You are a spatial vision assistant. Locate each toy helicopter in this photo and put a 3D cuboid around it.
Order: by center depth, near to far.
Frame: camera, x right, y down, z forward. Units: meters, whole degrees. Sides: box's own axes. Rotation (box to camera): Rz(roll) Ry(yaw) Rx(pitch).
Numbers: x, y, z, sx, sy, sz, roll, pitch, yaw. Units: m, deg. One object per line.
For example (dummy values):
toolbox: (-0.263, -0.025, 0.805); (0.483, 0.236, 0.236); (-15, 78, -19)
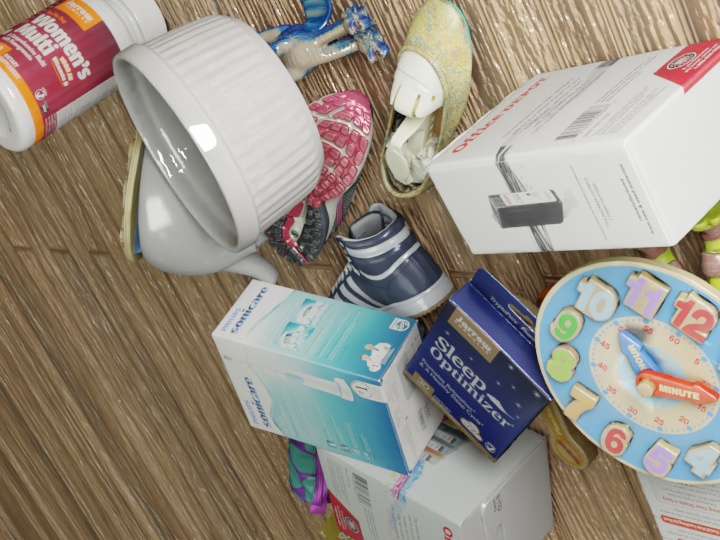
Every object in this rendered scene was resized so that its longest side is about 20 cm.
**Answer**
toy helicopter: (0.160, 0.102, 1.250); (0.132, 0.079, 0.201); (7, 132, 52)

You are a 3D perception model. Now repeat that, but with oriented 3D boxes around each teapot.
teapot: (-0.136, -0.086, 1.368); (0.145, 0.198, 0.200); (7, 178, 2)

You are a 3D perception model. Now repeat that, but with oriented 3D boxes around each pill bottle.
pill bottle: (-0.300, -0.215, 1.384); (0.109, 0.200, 0.110); (34, 146, 26)

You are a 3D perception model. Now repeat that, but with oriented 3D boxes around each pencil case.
pencil case: (-0.048, 0.199, 1.616); (0.085, 0.093, 0.200); (-1, 139, -1)

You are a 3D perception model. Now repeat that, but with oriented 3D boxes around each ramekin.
ramekin: (-0.118, -0.125, 1.180); (0.200, 0.105, 0.200); (51, 164, 20)

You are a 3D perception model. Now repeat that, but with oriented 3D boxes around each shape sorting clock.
shape sorting clock: (0.220, 0.079, 1.019); (0.199, 0.039, 0.201); (20, 129, 27)
shape sorting clock: (-0.224, -0.108, 1.427); (0.039, 0.201, 0.200); (7, 141, 1)

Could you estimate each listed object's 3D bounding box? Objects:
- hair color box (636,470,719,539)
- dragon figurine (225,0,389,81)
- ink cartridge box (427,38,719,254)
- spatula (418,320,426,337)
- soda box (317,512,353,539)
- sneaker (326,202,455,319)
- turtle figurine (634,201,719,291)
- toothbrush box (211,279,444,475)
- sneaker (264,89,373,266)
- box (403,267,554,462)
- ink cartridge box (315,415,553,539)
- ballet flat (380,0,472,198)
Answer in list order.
hair color box: (0.307, 0.195, 1.167); (0.111, 0.064, 0.201); (5, 127, 49)
dragon figurine: (-0.048, -0.205, 1.201); (0.200, 0.099, 0.059); (35, 154, 61)
ink cartridge box: (0.168, -0.085, 0.963); (0.200, 0.144, 0.084); (-1, 124, 53)
spatula: (0.015, 0.079, 1.465); (0.200, 0.020, 0.057); (-23, 82, 55)
soda box: (0.014, 0.295, 1.664); (0.068, 0.064, 0.200); (44, 150, 9)
sneaker: (0.000, 0.000, 1.352); (0.200, 0.070, 0.109); (-17, 113, 52)
turtle figurine: (0.276, 0.030, 1.027); (0.199, 0.064, 0.162); (-11, 111, 42)
toothbrush box: (-0.031, 0.106, 1.358); (0.199, 0.085, 0.147); (12, 140, 30)
sneaker: (-0.036, -0.097, 1.299); (0.080, 0.075, 0.200); (35, 135, 7)
box: (0.110, 0.086, 1.183); (0.121, 0.032, 0.200); (45, 152, 11)
ink cartridge box: (0.081, 0.225, 1.417); (0.200, 0.145, 0.146); (25, 141, 36)
ballet flat: (0.050, -0.135, 1.143); (0.071, 0.071, 0.200); (36, 147, 22)
